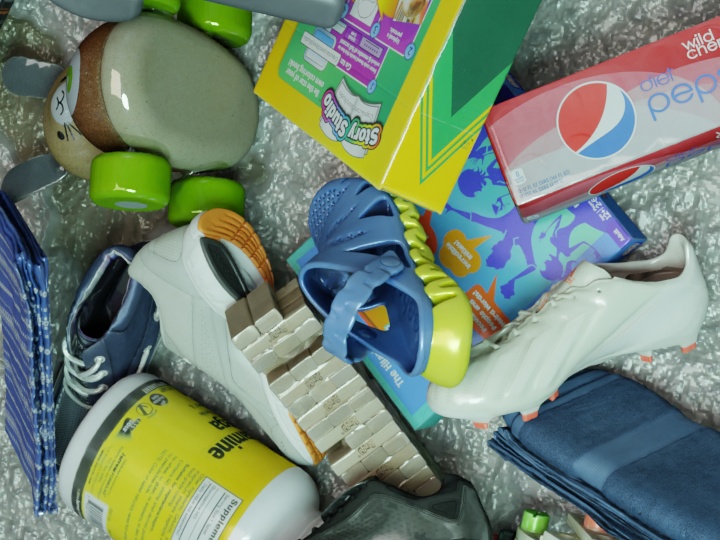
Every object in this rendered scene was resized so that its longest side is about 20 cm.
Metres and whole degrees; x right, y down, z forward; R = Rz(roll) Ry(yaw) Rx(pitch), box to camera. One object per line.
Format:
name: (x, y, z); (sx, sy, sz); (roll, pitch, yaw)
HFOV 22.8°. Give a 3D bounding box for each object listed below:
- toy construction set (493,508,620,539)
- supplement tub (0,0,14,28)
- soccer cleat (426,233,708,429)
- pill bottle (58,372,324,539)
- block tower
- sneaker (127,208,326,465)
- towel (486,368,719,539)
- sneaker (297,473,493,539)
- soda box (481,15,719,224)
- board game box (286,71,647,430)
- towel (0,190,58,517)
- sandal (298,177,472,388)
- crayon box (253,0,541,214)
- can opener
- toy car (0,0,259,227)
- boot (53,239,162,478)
toy construction set: (0.103, 0.233, 1.153); (0.092, 0.131, 0.201); (27, 98, 7)
supplement tub: (-0.336, -0.179, 1.329); (0.122, 0.122, 0.201); (32, 102, 18)
soccer cleat: (0.128, 0.035, 1.130); (0.199, 0.069, 0.078); (-20, 118, -16)
pill bottle: (-0.102, 0.165, 1.246); (0.199, 0.112, 0.113); (30, 102, 18)
block tower: (-0.009, 0.096, 1.183); (0.054, 0.058, 0.200); (-35, 111, 5)
sneaker: (-0.087, 0.051, 1.243); (0.092, 0.076, 0.201); (-15, 112, 33)
towel: (0.183, 0.127, 1.105); (0.200, 0.111, 0.049); (31, 129, 45)
sneaker: (-0.005, 0.180, 1.149); (0.199, 0.067, 0.091); (-14, 55, 13)
soda box: (0.181, -0.100, 1.125); (0.199, 0.063, 0.070); (-22, 78, 6)
board game box: (0.069, -0.014, 1.210); (0.200, 0.045, 0.152); (-43, 76, 17)
towel: (-0.243, 0.057, 1.273); (0.024, 0.145, 0.202); (-7, 114, -20)
sandal: (0.000, 0.000, 1.126); (0.200, 0.086, 0.080); (-125, 40, -56)
crayon box: (0.024, -0.155, 1.165); (0.200, 0.058, 0.174); (42, 111, 55)
can opener: (-0.110, -0.186, 1.156); (0.198, 0.054, 0.067); (12, 132, -9)
toy car: (-0.187, -0.113, 1.266); (0.199, 0.157, 0.166); (-4, 78, 34)
boot: (-0.194, 0.067, 1.293); (0.072, 0.090, 0.201); (28, 101, 19)
